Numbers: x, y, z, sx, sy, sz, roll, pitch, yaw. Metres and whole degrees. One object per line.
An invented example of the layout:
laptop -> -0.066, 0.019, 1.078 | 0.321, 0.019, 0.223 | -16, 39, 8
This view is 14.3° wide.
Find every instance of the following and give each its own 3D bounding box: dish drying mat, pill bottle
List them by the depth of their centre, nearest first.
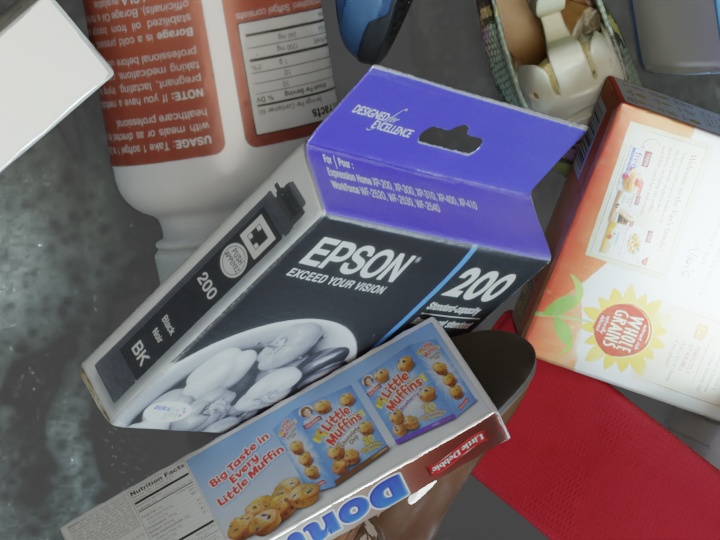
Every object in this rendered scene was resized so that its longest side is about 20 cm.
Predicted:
pill bottle -> -0.069, -0.093, 1.354 | 0.112, 0.112, 0.201 | -10, 97, -10
dish drying mat -> 0.114, 0.099, 1.379 | 0.077, 0.200, 0.018 | -54, 140, 3

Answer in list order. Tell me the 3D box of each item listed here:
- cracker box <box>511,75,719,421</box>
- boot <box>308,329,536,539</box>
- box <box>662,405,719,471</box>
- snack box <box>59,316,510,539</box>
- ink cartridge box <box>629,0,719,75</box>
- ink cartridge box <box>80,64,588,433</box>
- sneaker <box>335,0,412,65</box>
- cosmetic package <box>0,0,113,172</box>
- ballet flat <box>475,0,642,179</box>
cracker box -> 0.189, 0.004, 1.394 | 0.199, 0.058, 0.135 | 20, 107, -7
boot -> 0.032, 0.147, 1.389 | 0.186, 0.064, 0.200 | -39, 136, -16
box -> 0.166, 0.183, 1.413 | 0.097, 0.124, 0.201 | 28, 89, -14
snack box -> -0.035, 0.096, 1.302 | 0.199, 0.072, 0.024 | -29, 135, -4
ink cartridge box -> 0.238, -0.184, 1.391 | 0.199, 0.146, 0.148 | -10, 95, -10
ink cartridge box -> 0.000, 0.000, 1.308 | 0.200, 0.198, 0.043 | -45, 63, 21
sneaker -> 0.000, -0.200, 1.377 | 0.078, 0.066, 0.201 | 11, 114, 8
cosmetic package -> -0.209, -0.045, 1.311 | 0.200, 0.151, 0.052 | -41, 99, -6
ballet flat -> 0.091, -0.130, 1.404 | 0.069, 0.071, 0.201 | -21, 98, -3
